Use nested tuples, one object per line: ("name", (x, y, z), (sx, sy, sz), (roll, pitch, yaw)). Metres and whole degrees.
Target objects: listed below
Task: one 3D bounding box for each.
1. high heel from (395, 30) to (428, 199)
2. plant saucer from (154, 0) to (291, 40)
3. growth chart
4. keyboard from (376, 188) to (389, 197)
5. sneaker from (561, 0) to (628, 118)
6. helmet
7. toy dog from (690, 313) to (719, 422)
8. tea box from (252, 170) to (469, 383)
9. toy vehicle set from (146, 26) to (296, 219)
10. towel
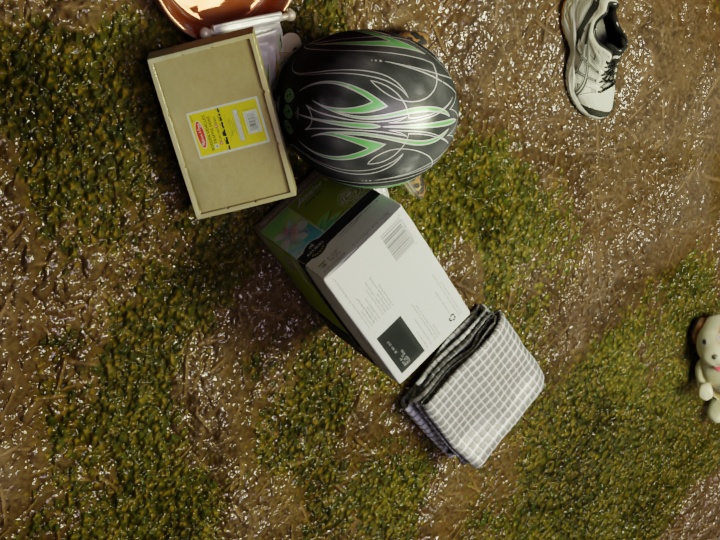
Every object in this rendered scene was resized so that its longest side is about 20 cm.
("high heel", (0.072, -0.204, 1.464), (0.142, 0.071, 0.201), (-39, 116, -12))
("plant saucer", (-0.156, -0.359, 1.270), (0.198, 0.032, 0.203), (-13, 114, -32))
("growth chart", (-0.137, -0.206, 1.323), (0.143, 0.018, 0.202), (-12, 124, -35))
("keyboard", (0.030, -0.030, 1.537), (0.056, 0.011, 0.202), (-30, 121, -25))
("sneaker", (0.347, -0.306, 1.627), (0.075, 0.087, 0.202), (-35, 125, -24))
("helmet", (0.012, -0.188, 1.309), (0.198, 0.190, 0.203), (-19, 119, -37))
("toy dog", (0.672, 0.159, 2.003), (0.200, 0.139, 0.195), (47, 64, -37))
("tea box", (0.000, 0.000, 1.402), (0.134, 0.196, 0.201), (-43, 127, -11))
("toy vehicle set", (-0.156, -0.166, 1.283), (0.123, 0.027, 0.202), (-12, 118, 3))
("towel", (0.172, 0.177, 1.667), (0.200, 0.085, 0.166), (-48, 127, -13))
